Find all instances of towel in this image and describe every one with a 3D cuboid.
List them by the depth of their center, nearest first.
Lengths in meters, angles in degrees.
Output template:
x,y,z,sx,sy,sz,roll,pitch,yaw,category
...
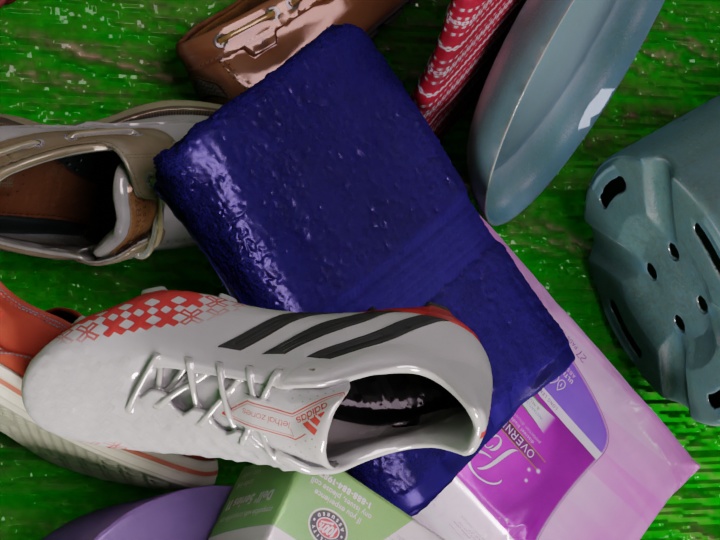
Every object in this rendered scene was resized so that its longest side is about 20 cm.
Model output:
x,y,z,sx,sy,sz,roll,pitch,yaw,category
0.000,0.000,1.216,0.148,0.049,0.201,-39,100,-42,towel
0.065,-0.128,1.282,0.022,0.200,0.145,37,64,6,towel

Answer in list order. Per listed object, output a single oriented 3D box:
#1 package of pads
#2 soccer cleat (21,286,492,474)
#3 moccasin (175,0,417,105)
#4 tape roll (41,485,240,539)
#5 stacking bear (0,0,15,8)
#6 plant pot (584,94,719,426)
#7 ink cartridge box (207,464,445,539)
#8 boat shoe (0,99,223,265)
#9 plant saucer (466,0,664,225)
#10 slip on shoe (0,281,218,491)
x,y,z,sx,sy,sz,roll,pitch,yaw,category
0.063,0.073,1.308,0.200,0.076,0.121,48,60,-13,package of pads
-0.041,0.051,1.108,0.198,0.085,0.069,0,116,-7,soccer cleat
-0.015,-0.153,1.313,0.201,0.074,0.078,-44,110,-21,moccasin
-0.075,0.201,1.200,0.199,0.085,0.202,5,79,-28,tape roll
-0.157,-0.203,1.162,0.121,0.200,0.115,18,72,-25,stacking bear
0.234,-0.025,1.367,0.195,0.200,0.201,-23,92,-23,plant pot
-0.034,0.194,1.137,0.117,0.067,0.201,35,64,-20,ink cartridge box
-0.114,-0.033,1.217,0.199,0.068,0.075,-3,118,-23,boat shoe
0.106,-0.115,1.318,0.027,0.201,0.200,31,63,13,plant saucer
-0.131,0.049,1.180,0.200,0.074,0.062,35,66,-41,slip on shoe
